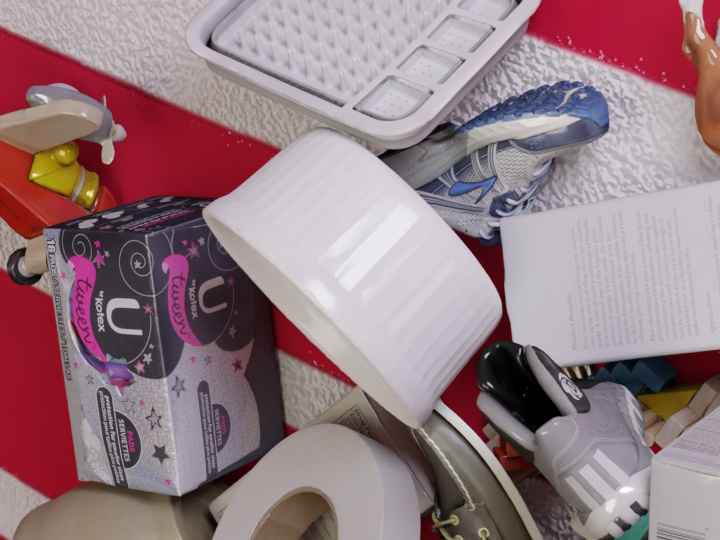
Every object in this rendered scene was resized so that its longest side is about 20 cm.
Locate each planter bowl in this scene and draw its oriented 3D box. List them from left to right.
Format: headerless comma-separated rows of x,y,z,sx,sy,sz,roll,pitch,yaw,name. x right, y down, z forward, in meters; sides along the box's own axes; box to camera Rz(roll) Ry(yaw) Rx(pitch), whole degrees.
-0.154,0.237,1.423,0.135,0.200,0.201,-35,81,20,planter bowl

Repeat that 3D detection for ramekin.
0.000,0.000,1.195,0.098,0.201,0.200,-44,69,-7,ramekin

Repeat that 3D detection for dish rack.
0.003,-0.156,1.206,0.199,0.172,0.044,27,150,29,dish rack

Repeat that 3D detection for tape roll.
-0.039,0.203,1.239,0.203,0.037,0.204,-35,42,38,tape roll

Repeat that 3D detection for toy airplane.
-0.274,-0.100,1.439,0.199,0.141,0.199,24,149,16,toy airplane

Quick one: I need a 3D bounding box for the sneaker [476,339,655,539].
0.113,0.077,1.093,0.075,0.200,0.115,-45,103,3,sneaker

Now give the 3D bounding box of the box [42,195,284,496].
-0.146,0.054,1.387,0.114,0.132,0.201,2,105,37,box

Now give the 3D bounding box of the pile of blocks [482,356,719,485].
0.152,0.095,1.212,0.199,0.062,0.082,-16,93,39,pile of blocks

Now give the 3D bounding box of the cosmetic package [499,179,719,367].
0.190,0.003,1.137,0.199,0.071,0.102,-9,86,38,cosmetic package

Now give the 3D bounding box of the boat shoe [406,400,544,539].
0.086,0.178,1.244,0.202,0.060,0.072,57,171,-15,boat shoe

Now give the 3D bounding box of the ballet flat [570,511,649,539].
0.158,0.197,1.199,0.070,0.067,0.201,29,97,26,ballet flat

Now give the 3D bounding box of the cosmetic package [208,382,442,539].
-0.014,0.163,1.354,0.200,0.073,0.104,-39,78,38,cosmetic package

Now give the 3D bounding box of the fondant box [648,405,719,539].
0.234,0.150,1.073,0.058,0.200,0.145,10,109,33,fondant box

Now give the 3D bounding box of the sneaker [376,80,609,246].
0.094,-0.065,1.214,0.200,0.077,0.085,-17,102,47,sneaker

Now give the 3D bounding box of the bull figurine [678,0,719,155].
0.275,-0.124,1.052,0.199,0.065,0.122,-10,93,37,bull figurine
